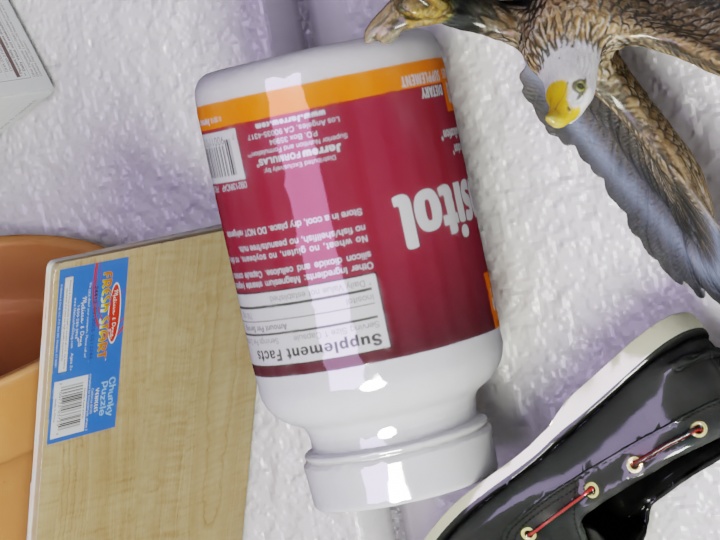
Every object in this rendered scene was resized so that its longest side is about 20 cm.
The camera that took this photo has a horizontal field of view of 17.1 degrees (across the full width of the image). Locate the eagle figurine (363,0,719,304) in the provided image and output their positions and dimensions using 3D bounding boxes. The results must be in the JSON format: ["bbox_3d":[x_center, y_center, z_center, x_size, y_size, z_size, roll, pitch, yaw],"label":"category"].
[{"bbox_3d":[0.109,-0.091,0.991,0.200,0.151,0.152,25,160,-5],"label":"eagle figurine"}]

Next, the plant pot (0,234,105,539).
[{"bbox_3d":[-0.194,0.086,1.168,0.200,0.200,0.140,1,116,32],"label":"plant pot"}]

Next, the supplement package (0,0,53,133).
[{"bbox_3d":[-0.292,-0.104,1.173,0.152,0.200,0.151,-33,81,33],"label":"supplement package"}]

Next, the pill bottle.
[{"bbox_3d":[0.000,0.000,1.065,0.113,0.113,0.200,-9,95,33],"label":"pill bottle"}]

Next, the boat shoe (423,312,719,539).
[{"bbox_3d":[0.092,0.105,1.051,0.201,0.074,0.063,-45,67,25],"label":"boat shoe"}]

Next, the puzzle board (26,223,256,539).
[{"bbox_3d":[-0.103,0.080,1.121,0.017,0.151,0.200,15,107,34],"label":"puzzle board"}]
